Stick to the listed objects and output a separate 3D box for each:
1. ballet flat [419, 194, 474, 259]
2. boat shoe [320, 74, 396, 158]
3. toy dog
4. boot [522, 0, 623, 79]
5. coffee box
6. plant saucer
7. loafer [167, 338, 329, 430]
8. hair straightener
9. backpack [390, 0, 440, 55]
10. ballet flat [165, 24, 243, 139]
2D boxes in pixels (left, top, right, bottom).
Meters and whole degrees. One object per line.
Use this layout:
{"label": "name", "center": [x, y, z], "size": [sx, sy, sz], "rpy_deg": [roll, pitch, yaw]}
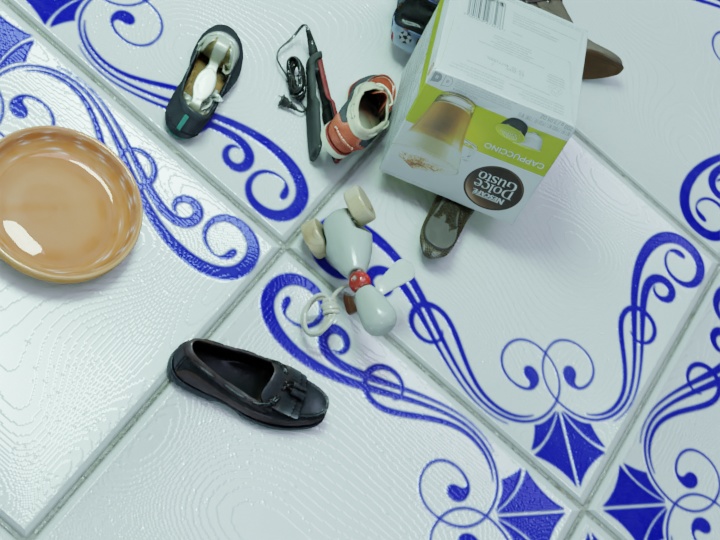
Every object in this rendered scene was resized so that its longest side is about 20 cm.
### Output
{"label": "ballet flat", "center": [0.125, -0.083, 1.857], "size": [0.067, 0.047, 0.201], "rpy_deg": [28, 49, 1]}
{"label": "boat shoe", "center": [0.011, -0.212, 1.827], "size": [0.071, 0.062, 0.200], "rpy_deg": [50, 35, -10]}
{"label": "toy dog", "center": [0.000, 0.000, 1.715], "size": [0.096, 0.130, 0.203], "rpy_deg": [37, 46, -54]}
{"label": "boot", "center": [0.294, -0.368, 2.081], "size": [0.197, 0.070, 0.148], "rpy_deg": [6, 59, -24]}
{"label": "coffee box", "center": [0.160, -0.221, 1.817], "size": [0.197, 0.199, 0.202], "rpy_deg": [21, 47, -9]}
{"label": "plant saucer", "center": [-0.351, -0.073, 1.609], "size": [0.197, 0.037, 0.203], "rpy_deg": [12, 60, -20]}
{"label": "loafer", "center": [-0.122, 0.129, 1.596], "size": [0.198, 0.063, 0.073], "rpy_deg": [20, 56, -16]}
{"label": "hair straightener", "center": [-0.072, -0.236, 1.836], "size": [0.076, 0.041, 0.203], "rpy_deg": [1, 69, -26]}
{"label": "backpack", "center": [0.133, -0.377, 1.949], "size": [0.198, 0.154, 0.192], "rpy_deg": [27, 47, -18]}
{"label": "ballet flat", "center": [-0.189, -0.253, 1.771], "size": [0.072, 0.073, 0.202], "rpy_deg": [28, 54, -10]}
